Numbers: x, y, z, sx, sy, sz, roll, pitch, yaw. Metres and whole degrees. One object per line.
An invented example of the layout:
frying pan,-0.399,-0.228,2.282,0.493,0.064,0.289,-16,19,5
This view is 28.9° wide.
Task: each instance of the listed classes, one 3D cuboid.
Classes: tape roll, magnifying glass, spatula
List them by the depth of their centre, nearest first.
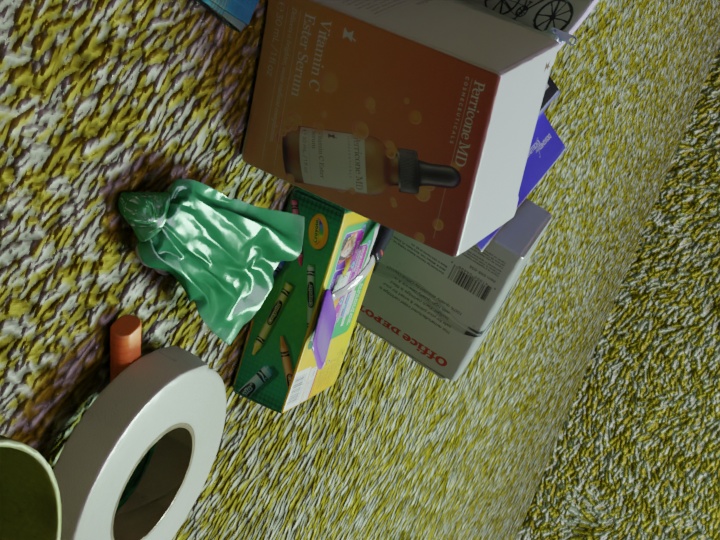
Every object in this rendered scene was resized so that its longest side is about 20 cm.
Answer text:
tape roll,-0.172,0.156,1.067,0.203,0.037,0.203,-52,158,-31
magnifying glass,-0.180,0.115,1.075,0.080,0.022,0.201,-47,153,-44
spatula,0.000,0.000,1.248,0.200,0.020,0.057,-59,158,-27

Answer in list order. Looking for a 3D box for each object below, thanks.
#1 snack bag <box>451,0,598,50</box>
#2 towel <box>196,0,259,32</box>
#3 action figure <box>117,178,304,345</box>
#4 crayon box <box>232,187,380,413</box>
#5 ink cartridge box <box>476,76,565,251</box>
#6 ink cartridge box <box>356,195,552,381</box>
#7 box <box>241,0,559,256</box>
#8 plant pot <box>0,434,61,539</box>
snack bag,0.106,-0.217,1.171,0.200,0.188,0.021,-50,135,-3
towel,-0.070,-0.268,0.921,0.201,0.022,0.147,-68,162,-1
action figure,-0.119,-0.021,1.030,0.118,0.055,0.200,-63,155,-5
crayon box,-0.042,0.020,1.284,0.119,0.058,0.201,-21,131,-66
ink cartridge box,0.112,-0.152,1.318,0.043,0.200,0.198,-25,-162,46
ink cartridge box,0.083,-0.006,1.406,0.084,0.144,0.200,-48,167,-45
box,0.027,-0.128,1.066,0.106,0.199,0.153,-32,141,-52
plant pot,-0.260,0.114,0.567,0.187,0.199,0.188,-54,158,-34
